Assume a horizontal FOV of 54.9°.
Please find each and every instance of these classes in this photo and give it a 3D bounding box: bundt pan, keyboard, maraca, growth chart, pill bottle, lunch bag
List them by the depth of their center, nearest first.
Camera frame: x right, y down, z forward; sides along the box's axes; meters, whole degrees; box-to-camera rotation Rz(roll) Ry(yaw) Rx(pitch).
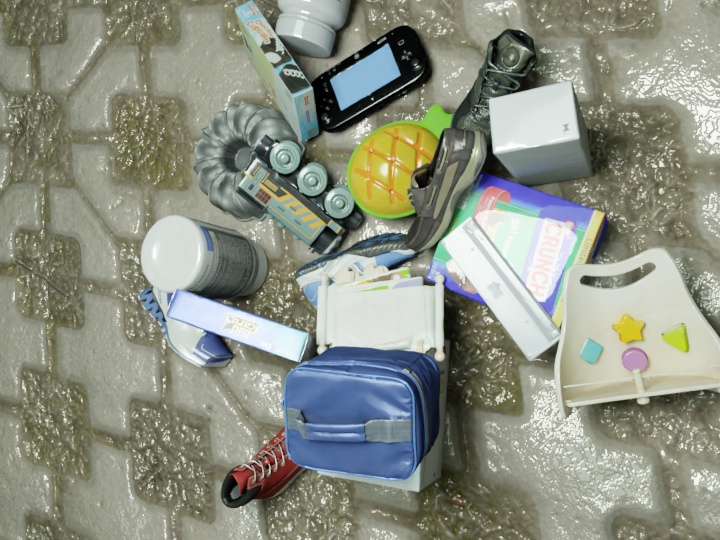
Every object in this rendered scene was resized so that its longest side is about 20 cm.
[{"bbox_3d":[-0.006,0.174,0.866,0.198,0.132,0.138,0,96,21],"label":"lunch bag"},{"bbox_3d":[0.185,0.022,0.918,0.056,0.011,0.201,-42,73,24],"label":"keyboard"},{"bbox_3d":[0.025,0.055,0.956,0.198,0.018,0.146,-2,60,21],"label":"growth chart"},{"bbox_3d":[0.074,-0.158,1.011,0.199,0.107,0.138,-28,84,7],"label":"maraca"},{"bbox_3d":[-0.234,-0.014,1.077,0.113,0.200,0.115,-3,83,23],"label":"pill bottle"},{"bbox_3d":[-0.066,-0.450,1.090,0.112,0.113,0.202,16,92,23],"label":"pill bottle"},{"bbox_3d":[-0.195,-0.185,1.144,0.200,0.076,0.205,-2,85,24],"label":"bundt pan"}]

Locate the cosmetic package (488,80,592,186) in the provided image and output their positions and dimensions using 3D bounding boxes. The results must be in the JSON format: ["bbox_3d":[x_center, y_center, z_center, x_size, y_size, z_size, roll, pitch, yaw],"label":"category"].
[{"bbox_3d":[0.236,-0.167,0.888,0.100,0.200,0.072,-7,82,21],"label":"cosmetic package"}]

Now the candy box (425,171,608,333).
[{"bbox_3d":[0.213,-0.026,0.952,0.198,0.077,0.171,22,95,23],"label":"candy box"}]

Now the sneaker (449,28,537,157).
[{"bbox_3d":[0.179,-0.243,0.942,0.076,0.114,0.201,27,81,8],"label":"sneaker"}]

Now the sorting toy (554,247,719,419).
[{"bbox_3d":[0.332,0.071,0.856,0.198,0.107,0.182,-12,93,19],"label":"sorting toy"}]

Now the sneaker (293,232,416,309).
[{"bbox_3d":[0.000,0.000,1.055,0.198,0.076,0.078,-20,101,20],"label":"sneaker"}]

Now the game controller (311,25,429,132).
[{"bbox_3d":[0.010,-0.298,1.084,0.199,0.042,0.105,-27,76,18],"label":"game controller"}]

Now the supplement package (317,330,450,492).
[{"bbox_3d":[0.036,0.193,0.991,0.154,0.111,0.203,3,87,23],"label":"supplement package"}]

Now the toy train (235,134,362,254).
[{"bbox_3d":[-0.094,-0.114,1.061,0.199,0.085,0.114,39,99,-11],"label":"toy train"}]

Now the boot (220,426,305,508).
[{"bbox_3d":[-0.119,0.272,1.033,0.072,0.144,0.201,43,101,22],"label":"boot"}]

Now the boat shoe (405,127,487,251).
[{"bbox_3d":[0.099,-0.113,0.941,0.073,0.075,0.201,20,127,-10],"label":"boat shoe"}]

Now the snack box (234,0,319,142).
[{"bbox_3d":[-0.131,-0.314,1.098,0.037,0.116,0.201,-28,69,-10],"label":"snack box"}]

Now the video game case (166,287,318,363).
[{"bbox_3d":[-0.161,0.089,1.019,0.198,0.181,0.046,18,82,6],"label":"video game case"}]

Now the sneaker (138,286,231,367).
[{"bbox_3d":[-0.280,0.061,1.155,0.199,0.080,0.116,43,104,22],"label":"sneaker"}]
